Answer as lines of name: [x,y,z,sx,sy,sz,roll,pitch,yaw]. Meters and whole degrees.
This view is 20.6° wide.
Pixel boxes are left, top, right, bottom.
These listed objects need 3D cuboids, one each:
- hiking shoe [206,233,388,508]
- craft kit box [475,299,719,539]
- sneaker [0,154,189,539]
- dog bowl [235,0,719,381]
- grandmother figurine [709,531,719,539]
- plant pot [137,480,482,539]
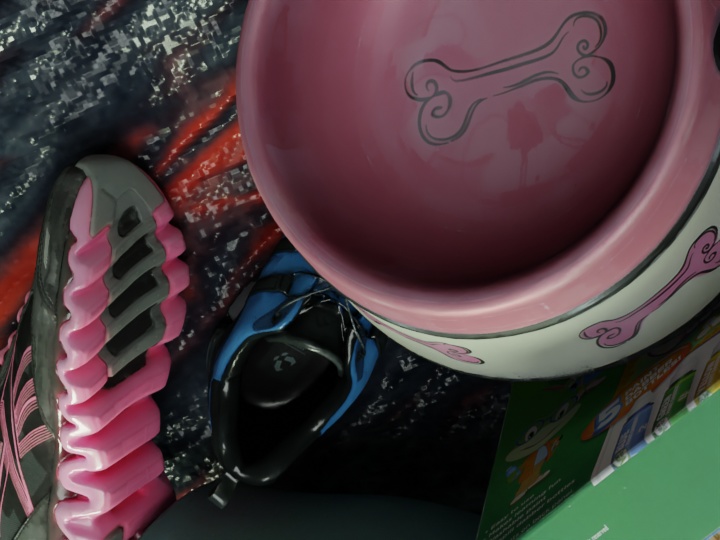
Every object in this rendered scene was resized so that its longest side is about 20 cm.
hiking shoe: [0.000,0.000,0.762,0.074,0.087,0.201,22,119,-11]
craft kit box: [0.131,0.019,0.704,0.049,0.198,0.200,46,113,-7]
sneaker: [-0.126,0.046,0.808,0.095,0.079,0.202,17,113,29]
dog bowl: [0.045,-0.065,0.664,0.199,0.074,0.202,-3,83,26]
grandmother figurine: [0.177,0.084,0.759,0.061,0.200,0.122,-43,74,29]
plant pot: [-0.004,0.178,0.793,0.187,0.200,0.201,19,127,32]
